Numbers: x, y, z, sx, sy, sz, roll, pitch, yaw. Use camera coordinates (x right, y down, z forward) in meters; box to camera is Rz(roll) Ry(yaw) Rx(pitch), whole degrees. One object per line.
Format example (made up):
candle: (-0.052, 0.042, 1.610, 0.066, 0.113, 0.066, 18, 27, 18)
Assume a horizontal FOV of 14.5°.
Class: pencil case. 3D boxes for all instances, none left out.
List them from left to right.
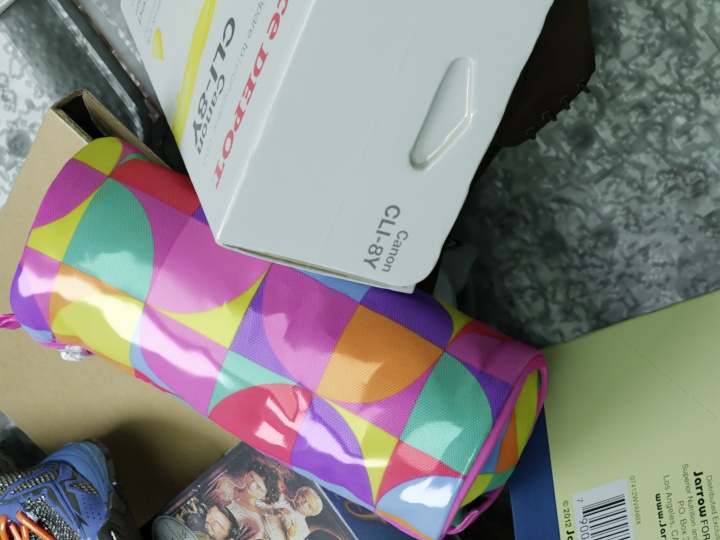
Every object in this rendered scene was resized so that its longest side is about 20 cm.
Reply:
pencil case: (-0.032, 0.026, 1.022, 0.199, 0.088, 0.089, 26, 115, 15)

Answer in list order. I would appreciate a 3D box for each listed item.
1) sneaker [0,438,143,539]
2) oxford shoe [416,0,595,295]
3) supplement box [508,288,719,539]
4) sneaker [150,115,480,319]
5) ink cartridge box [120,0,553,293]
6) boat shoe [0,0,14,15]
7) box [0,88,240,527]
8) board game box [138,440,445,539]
sneaker: (-0.152, 0.119, 1.184, 0.200, 0.078, 0.076, -10, 105, 56)
oxford shoe: (0.050, -0.067, 1.074, 0.084, 0.073, 0.201, 17, 99, -24)
supplement box: (0.175, 0.113, 1.025, 0.199, 0.134, 0.201, -20, 59, 25)
sneaker: (0.000, 0.000, 1.144, 0.088, 0.074, 0.200, -40, 94, 14)
ink cartridge box: (-0.013, -0.108, 1.026, 0.083, 0.200, 0.146, 12, 116, -23)
boat shoe: (-0.152, -0.140, 1.143, 0.200, 0.069, 0.071, -42, 87, 26)
box: (-0.089, 0.034, 1.159, 0.163, 0.021, 0.200, 42, 144, 6)
board game box: (0.006, 0.153, 1.106, 0.200, 0.035, 0.135, 54, 144, 5)
